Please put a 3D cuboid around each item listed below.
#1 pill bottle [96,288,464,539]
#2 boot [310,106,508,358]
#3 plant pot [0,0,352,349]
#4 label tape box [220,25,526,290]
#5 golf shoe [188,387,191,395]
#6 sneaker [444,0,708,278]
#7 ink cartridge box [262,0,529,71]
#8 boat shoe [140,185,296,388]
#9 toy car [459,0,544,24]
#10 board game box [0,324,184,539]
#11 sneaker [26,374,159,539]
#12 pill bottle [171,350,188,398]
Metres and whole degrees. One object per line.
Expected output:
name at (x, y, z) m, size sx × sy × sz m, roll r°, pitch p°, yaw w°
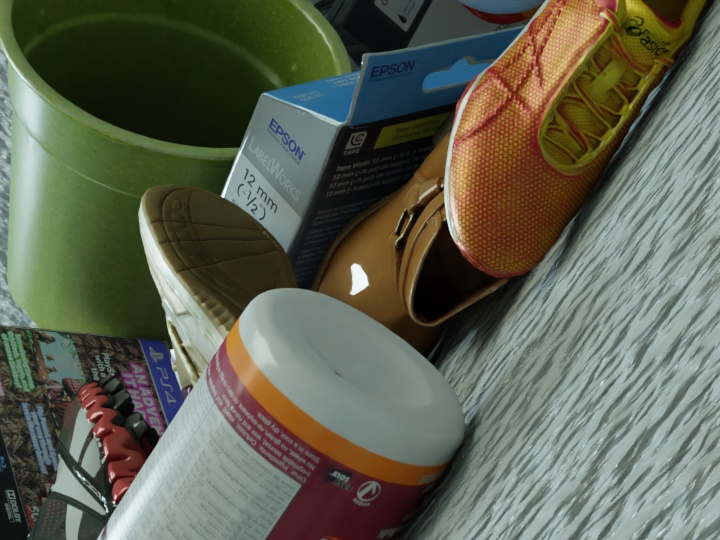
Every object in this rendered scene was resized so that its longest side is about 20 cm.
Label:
pill bottle at (-0.049, 0.115, 1.189) m, size 0.200 × 0.109 × 0.110 m, roll -57°, pitch 5°, yaw 19°
boot at (0.029, 0.006, 1.340) m, size 0.200 × 0.074 × 0.155 m, roll -62°, pitch 10°, yaw 15°
plant pot at (-0.125, -0.055, 1.553) m, size 0.200 × 0.200 × 0.190 m, roll -65°, pitch -5°, yaw -53°
label tape box at (0.008, -0.062, 1.441) m, size 0.143 × 0.066 × 0.200 m, roll -16°, pitch -39°, yaw -39°
golf shoe at (-0.047, 0.064, 1.607) m, size 0.075 × 0.091 × 0.200 m, roll -57°, pitch 3°, yaw 29°
sneaker at (0.099, -0.089, 1.217) m, size 0.200 × 0.073 × 0.077 m, roll -62°, pitch 15°, yaw -11°
ink cartridge box at (0.019, -0.173, 1.630) m, size 0.145 × 0.200 × 0.084 m, roll -48°, pitch 4°, yaw -7°
boat shoe at (-0.063, 0.037, 1.356) m, size 0.200 × 0.074 × 0.069 m, roll 57°, pitch 135°, yaw 41°
toy car at (0.078, -0.213, 1.509) m, size 0.175 × 0.200 × 0.150 m, roll -33°, pitch -22°, yaw -27°
board game box at (-0.190, 0.120, 1.485) m, size 0.097 × 0.200 × 0.160 m, roll -53°, pitch 44°, yaw 37°
sneaker at (-0.128, 0.123, 1.347) m, size 0.098 × 0.071 × 0.200 m, roll -37°, pitch 30°, yaw 3°
pill bottle at (-0.097, 0.070, 1.876) m, size 0.200 × 0.109 × 0.110 m, roll -54°, pitch 7°, yaw 40°
